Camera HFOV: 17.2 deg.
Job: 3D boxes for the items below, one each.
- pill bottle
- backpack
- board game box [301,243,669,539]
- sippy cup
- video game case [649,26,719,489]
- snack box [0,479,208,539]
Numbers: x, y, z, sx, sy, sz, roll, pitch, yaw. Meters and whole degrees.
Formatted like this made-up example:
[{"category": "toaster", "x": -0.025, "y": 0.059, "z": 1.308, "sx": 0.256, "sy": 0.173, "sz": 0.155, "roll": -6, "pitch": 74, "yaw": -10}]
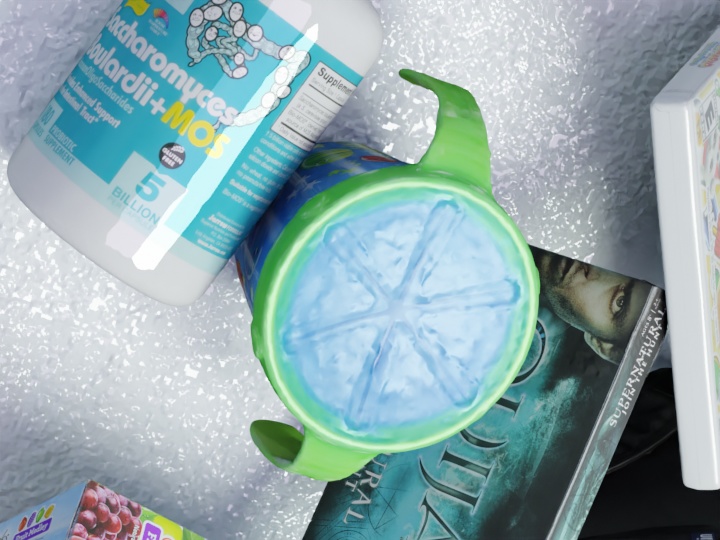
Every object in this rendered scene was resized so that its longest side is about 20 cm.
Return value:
[{"category": "pill bottle", "x": -0.065, "y": -0.091, "z": 1.090, "sx": 0.111, "sy": 0.111, "sz": 0.200, "roll": 34, "pitch": 95, "yaw": -26}, {"category": "backpack", "x": 0.126, "y": 0.161, "z": 1.217, "sx": 0.189, "sy": 0.200, "sz": 0.155, "roll": -7, "pitch": 124, "yaw": -13}, {"category": "board game box", "x": 0.058, "y": 0.084, "z": 1.156, "sx": 0.028, "sy": 0.135, "sz": 0.201, "roll": 32, "pitch": 79, "yaw": -51}, {"category": "sippy cup", "x": 0.000, "y": 0.000, "z": 1.134, "sx": 0.177, "sy": 0.130, "sz": 0.140, "roll": -35, "pitch": 117, "yaw": -4}, {"category": "video game case", "x": 0.189, "y": -0.021, "z": 1.182, "sx": 0.023, "sy": 0.182, "sz": 0.201, "roll": 3, "pitch": 115, "yaw": 25}, {"category": "snack box", "x": -0.100, "y": 0.189, "z": 1.151, "sx": 0.200, "sy": 0.168, "sz": 0.068, "roll": 32, "pitch": 55, "yaw": -25}]
